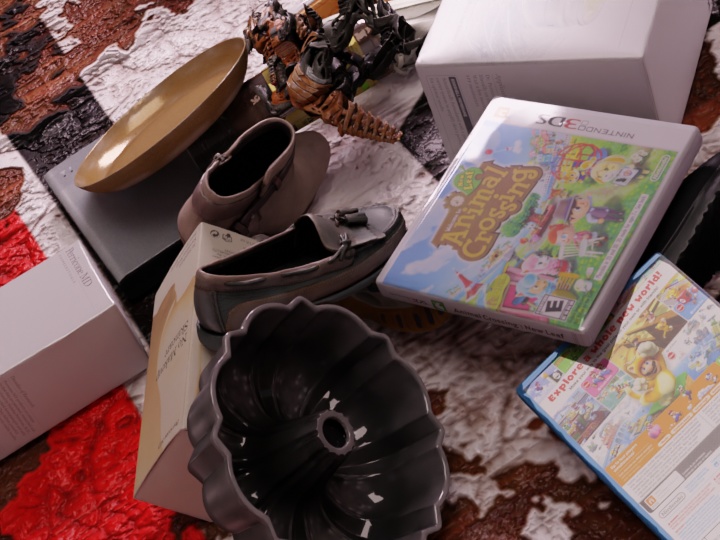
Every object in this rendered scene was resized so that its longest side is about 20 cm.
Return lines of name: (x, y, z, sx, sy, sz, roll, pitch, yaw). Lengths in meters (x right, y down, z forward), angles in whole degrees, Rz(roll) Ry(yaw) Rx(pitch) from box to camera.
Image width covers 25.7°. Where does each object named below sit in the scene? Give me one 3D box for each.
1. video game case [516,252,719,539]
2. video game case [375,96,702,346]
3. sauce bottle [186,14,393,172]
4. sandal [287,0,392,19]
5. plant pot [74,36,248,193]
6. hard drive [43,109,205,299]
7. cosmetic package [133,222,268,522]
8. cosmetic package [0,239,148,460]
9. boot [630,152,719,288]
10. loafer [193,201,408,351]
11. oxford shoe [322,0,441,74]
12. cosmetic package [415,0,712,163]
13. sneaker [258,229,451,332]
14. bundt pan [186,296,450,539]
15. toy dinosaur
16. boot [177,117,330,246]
video game case: (0.219, 0.097, 1.058, 0.143, 0.018, 0.200, -43, 56, -3)
video game case: (0.132, -0.044, 1.168, 0.181, 0.022, 0.201, 13, 57, 35)
sauce bottle: (-0.067, -0.155, 1.410, 0.199, 0.065, 0.065, -30, 42, 3)
sandal: (0.003, -0.250, 1.509, 0.206, 0.079, 0.059, -40, 45, -2)
plant pot: (-0.173, -0.134, 1.414, 0.199, 0.028, 0.201, -34, 21, 15)
hard drive: (-0.196, -0.069, 1.452, 0.139, 0.033, 0.200, -34, 44, -9)
cosmetic package: (-0.117, 0.075, 1.205, 0.105, 0.070, 0.201, -53, 26, 40)
cosmetic package: (-0.287, 0.077, 1.318, 0.199, 0.082, 0.113, -34, 41, -8)
boot: (0.192, -0.037, 1.202, 0.167, 0.077, 0.201, 27, 69, 37)
loafer: (-0.040, -0.010, 1.170, 0.199, 0.064, 0.071, -32, 36, -33)
oxford shoe: (0.020, -0.208, 1.463, 0.198, 0.075, 0.058, -13, 68, 14)
cosmetic package: (0.177, -0.201, 1.338, 0.198, 0.124, 0.201, 2, 49, 25)
sneaker: (0.000, 0.000, 1.277, 0.198, 0.076, 0.088, 8, 37, 26)
bundt pan: (-0.038, 0.125, 1.088, 0.076, 0.201, 0.203, -36, 30, 42)
toy dinosaur: (-0.022, -0.172, 1.329, 0.200, 0.102, 0.136, 45, 101, 16)
boot: (-0.077, -0.081, 1.313, 0.070, 0.147, 0.200, 36, 60, 6)
